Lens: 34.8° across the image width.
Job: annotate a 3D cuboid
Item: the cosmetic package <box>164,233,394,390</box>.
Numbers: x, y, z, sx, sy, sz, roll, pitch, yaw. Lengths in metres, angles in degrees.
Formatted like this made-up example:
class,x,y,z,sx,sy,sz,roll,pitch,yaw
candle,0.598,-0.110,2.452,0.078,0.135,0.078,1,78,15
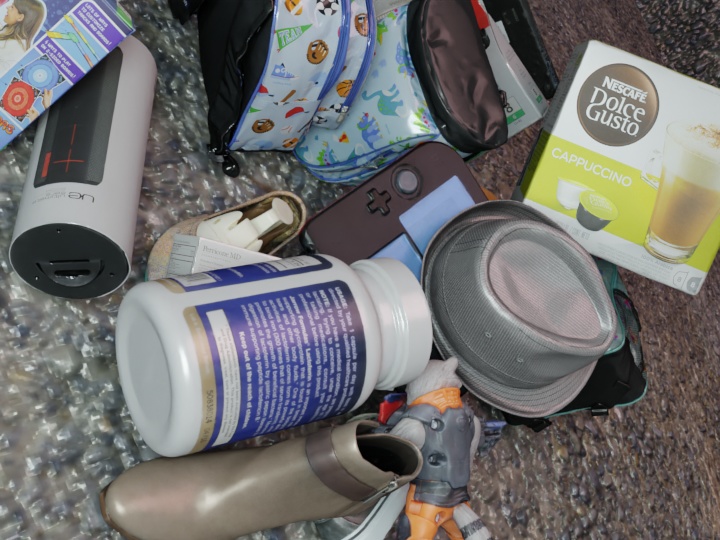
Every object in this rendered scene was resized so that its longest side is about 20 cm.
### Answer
class,x,y,z,sx,sy,sz,roll,pitch,yaw
cosmetic package,-0.056,0.034,0.889,0.199,0.051,0.083,16,88,-34

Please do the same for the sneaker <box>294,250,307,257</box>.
class,x,y,z,sx,sy,sz,roll,pitch,yaw
sneaker,0.000,0.000,1.033,0.200,0.070,0.082,-34,99,-31

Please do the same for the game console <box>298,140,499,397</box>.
class,x,y,z,sx,sy,sz,roll,pitch,yaw
game console,0.062,0.003,1.004,0.177,0.031,0.201,-36,95,-30

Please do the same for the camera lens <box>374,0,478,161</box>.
class,x,y,z,sx,sy,sz,roll,pitch,yaw
camera lens,0.054,-0.208,1.252,0.160,0.159,0.201,-9,73,-60

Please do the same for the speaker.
class,x,y,z,sx,sy,sz,roll,pitch,yaw
speaker,-0.193,-0.079,0.816,0.081,0.081,0.201,38,37,-37

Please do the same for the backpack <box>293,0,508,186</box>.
class,x,y,z,sx,sy,sz,roll,pitch,yaw
backpack,0.022,-0.159,1.111,0.153,0.200,0.164,-9,81,-37

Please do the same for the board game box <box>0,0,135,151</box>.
class,x,y,z,sx,sy,sz,roll,pitch,yaw
board game box,-0.261,-0.187,0.733,0.200,0.135,0.035,48,7,-28

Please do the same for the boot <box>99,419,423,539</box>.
class,x,y,z,sx,sy,sz,roll,pitch,yaw
boot,-0.056,0.139,0.782,0.199,0.146,0.071,11,59,-55

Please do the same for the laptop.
class,x,y,z,sx,sy,sz,roll,pitch,yaw
laptop,0.135,-0.279,1.393,0.178,0.199,0.103,64,33,-17

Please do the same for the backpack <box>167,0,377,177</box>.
class,x,y,z,sx,sy,sz,roll,pitch,yaw
backpack,-0.069,-0.212,0.998,0.153,0.191,0.201,-9,68,-21

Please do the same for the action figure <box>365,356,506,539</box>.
class,x,y,z,sx,sy,sz,roll,pitch,yaw
action figure,0.080,0.162,0.912,0.199,0.104,0.195,-9,86,-44

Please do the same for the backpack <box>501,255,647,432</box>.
class,x,y,z,sx,sy,sz,roll,pitch,yaw
backpack,0.217,0.055,1.277,0.154,0.175,0.200,62,23,-25

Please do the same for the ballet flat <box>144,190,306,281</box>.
class,x,y,z,sx,sy,sz,roll,pitch,yaw
ballet flat,-0.102,-0.027,0.934,0.068,0.067,0.200,58,29,-6

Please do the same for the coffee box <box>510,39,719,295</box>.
class,x,y,z,sx,sy,sz,roll,pitch,yaw
coffee box,0.287,-0.116,1.214,0.198,0.199,0.200,22,11,3

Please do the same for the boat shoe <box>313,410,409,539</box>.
class,x,y,z,sx,sy,sz,roll,pitch,yaw
boat shoe,0.014,0.153,0.964,0.071,0.072,0.200,58,30,-16

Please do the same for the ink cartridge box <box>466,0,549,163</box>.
class,x,y,z,sx,sy,sz,roll,pitch,yaw
ink cartridge box,0.099,-0.227,1.343,0.200,0.160,0.050,53,33,-12

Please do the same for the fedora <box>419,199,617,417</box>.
class,x,y,z,sx,sy,sz,roll,pitch,yaw
fedora,0.149,0.027,0.975,0.200,0.090,0.177,43,69,-11

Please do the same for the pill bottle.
class,x,y,z,sx,sy,sz,roll,pitch,yaw
pill bottle,-0.057,0.051,0.791,0.199,0.116,0.117,-10,72,-31

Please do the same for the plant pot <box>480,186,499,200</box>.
class,x,y,z,sx,sy,sz,roll,pitch,yaw
plant pot,0.087,0.008,1.142,0.200,0.139,0.201,40,35,-37
